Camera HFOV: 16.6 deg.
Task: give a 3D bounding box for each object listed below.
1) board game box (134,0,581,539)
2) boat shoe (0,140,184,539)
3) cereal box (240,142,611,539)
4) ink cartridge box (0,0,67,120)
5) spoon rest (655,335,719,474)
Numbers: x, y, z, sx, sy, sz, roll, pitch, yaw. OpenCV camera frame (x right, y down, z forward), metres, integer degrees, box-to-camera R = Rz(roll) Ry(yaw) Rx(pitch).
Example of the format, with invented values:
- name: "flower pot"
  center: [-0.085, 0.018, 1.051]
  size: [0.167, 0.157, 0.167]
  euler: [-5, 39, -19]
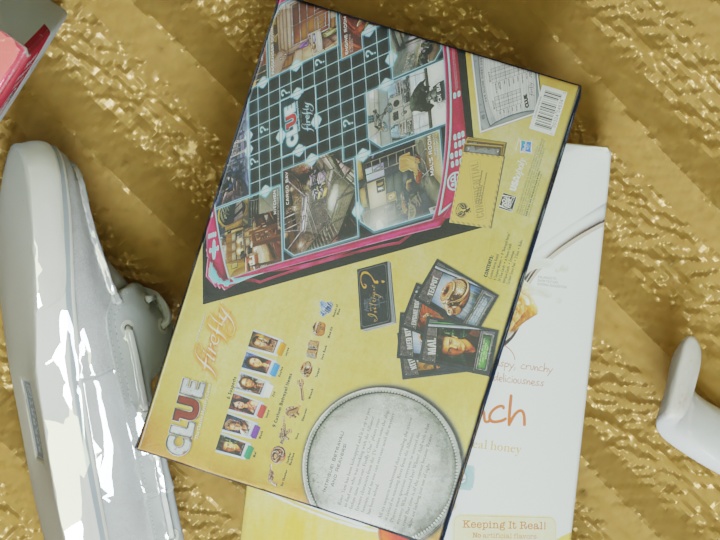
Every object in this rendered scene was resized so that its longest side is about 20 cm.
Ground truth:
- name: "board game box"
  center: [0.000, 0.000, 1.037]
  size: [0.135, 0.035, 0.201]
  euler: [18, 87, 5]
- name: "boat shoe"
  center: [-0.114, 0.040, 1.087]
  size: [0.068, 0.072, 0.201]
  euler: [-11, 97, -21]
- name: "cereal box"
  center: [0.028, 0.039, 1.069]
  size: [0.143, 0.040, 0.201]
  euler: [5, 87, 3]
- name: "ink cartridge box"
  center: [-0.238, -0.056, 1.018]
  size: [0.144, 0.145, 0.201]
  euler: [33, 100, -8]
- name: "spoon rest"
  center: [0.221, 0.088, 1.105]
  size: [0.199, 0.061, 0.100]
  euler: [23, 68, -8]
